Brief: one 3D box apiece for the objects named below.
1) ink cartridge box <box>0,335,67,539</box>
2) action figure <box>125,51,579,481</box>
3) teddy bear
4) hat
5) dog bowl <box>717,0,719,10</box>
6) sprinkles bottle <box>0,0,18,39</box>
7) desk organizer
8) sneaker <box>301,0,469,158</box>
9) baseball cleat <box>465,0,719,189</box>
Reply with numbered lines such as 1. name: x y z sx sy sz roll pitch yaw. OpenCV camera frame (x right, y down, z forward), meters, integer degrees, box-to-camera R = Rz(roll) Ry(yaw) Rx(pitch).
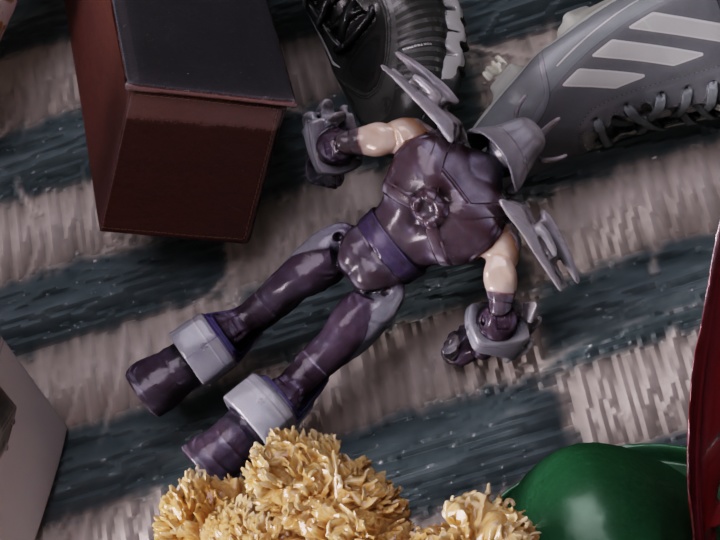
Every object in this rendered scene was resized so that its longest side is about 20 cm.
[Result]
1. ink cartridge box: -0.222 0.042 0.873 0.146 0.200 0.083 3 58 19
2. action figure: 0.000 0.000 0.891 0.200 0.069 0.130 -39 74 4
3. teddy bear: -0.008 0.125 0.781 0.200 0.067 0.145 22 110 43
4. hat: 0.077 0.091 0.756 0.165 0.176 0.200 -5 59 16
5. dog bowl: 0.239 -0.134 0.855 0.200 0.074 0.201 2 74 -6
6. sprinkles bottle: -0.182 -0.140 1.005 0.068 0.068 0.200 29 96 30
7. desk organizer: -0.087 -0.104 0.988 0.072 0.077 0.200 5 38 -17
8. sneaker: -0.010 -0.133 0.967 0.066 0.090 0.200 -45 41 39
9. baseball cleat: 0.136 -0.080 0.908 0.200 0.070 0.107 -40 75 7
